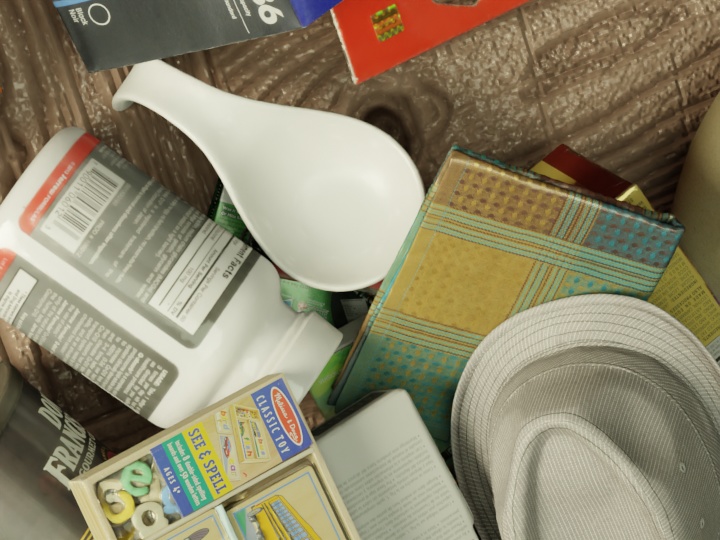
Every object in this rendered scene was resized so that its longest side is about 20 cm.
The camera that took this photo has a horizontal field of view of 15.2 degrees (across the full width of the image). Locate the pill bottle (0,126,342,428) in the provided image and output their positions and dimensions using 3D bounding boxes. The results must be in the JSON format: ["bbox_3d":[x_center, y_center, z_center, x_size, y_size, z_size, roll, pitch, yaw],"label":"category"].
[{"bbox_3d":[-0.118,0.018,1.541,0.200,0.116,0.116,36,89,-3],"label":"pill bottle"}]

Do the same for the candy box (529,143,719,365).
[{"bbox_3d":[0.176,0.025,1.619,0.056,0.117,0.200,-38,113,-5],"label":"candy box"}]

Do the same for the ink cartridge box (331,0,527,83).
[{"bbox_3d":[0.051,-0.225,1.559,0.200,0.043,0.174,-28,104,-31],"label":"ink cartridge box"}]

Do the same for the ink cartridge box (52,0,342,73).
[{"bbox_3d":[-0.089,-0.175,1.506,0.199,0.039,0.100,-10,117,33],"label":"ink cartridge box"}]

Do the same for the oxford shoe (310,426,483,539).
[{"bbox_3d":[0.049,0.149,1.599,0.199,0.071,0.073,17,98,-15],"label":"oxford shoe"}]

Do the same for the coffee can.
[{"bbox_3d":[-0.175,0.171,1.554,0.200,0.146,0.146,41,88,-16],"label":"coffee can"}]

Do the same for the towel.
[{"bbox_3d":[0.081,0.026,1.545,0.146,0.022,0.200,17,127,-10],"label":"towel"}]

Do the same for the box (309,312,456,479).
[{"bbox_3d":[0.066,0.102,1.641,0.144,0.036,0.201,-29,109,-1],"label":"box"}]

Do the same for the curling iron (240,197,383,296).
[{"bbox_3d":[0.026,-0.002,1.583,0.199,0.026,0.050,14,91,6],"label":"curling iron"}]

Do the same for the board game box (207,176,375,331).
[{"bbox_3d":[0.000,0.000,1.633,0.199,0.023,0.105,17,97,-16],"label":"board game box"}]

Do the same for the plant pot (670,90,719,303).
[{"bbox_3d":[0.264,-0.031,1.616,0.134,0.200,0.200,-39,105,12],"label":"plant pot"}]

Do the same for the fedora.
[{"bbox_3d":[0.131,0.123,1.507,0.176,0.090,0.201,-9,108,19],"label":"fedora"}]

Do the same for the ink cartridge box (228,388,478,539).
[{"bbox_3d":[-0.019,0.189,1.519,0.200,0.044,0.174,-31,99,-23],"label":"ink cartridge box"}]

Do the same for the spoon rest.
[{"bbox_3d":[-0.055,-0.064,1.554,0.200,0.061,0.100,31,84,8],"label":"spoon rest"}]

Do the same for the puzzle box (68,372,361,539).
[{"bbox_3d":[-0.057,0.173,1.467,0.133,0.025,0.201,-28,96,-24],"label":"puzzle box"}]
